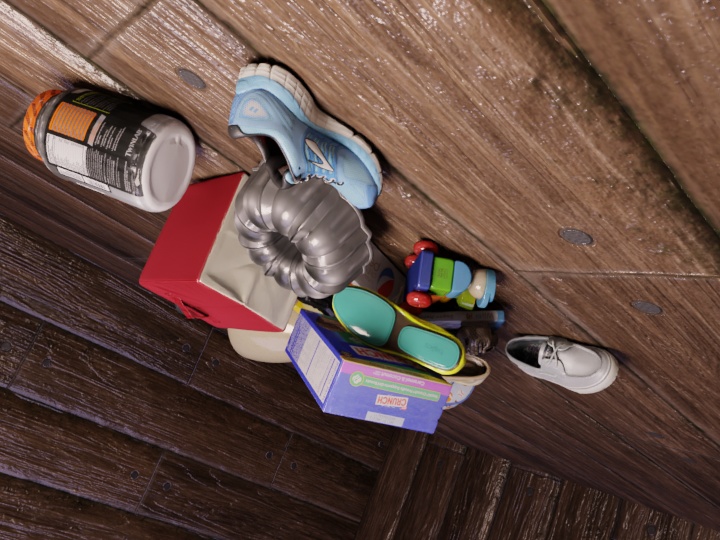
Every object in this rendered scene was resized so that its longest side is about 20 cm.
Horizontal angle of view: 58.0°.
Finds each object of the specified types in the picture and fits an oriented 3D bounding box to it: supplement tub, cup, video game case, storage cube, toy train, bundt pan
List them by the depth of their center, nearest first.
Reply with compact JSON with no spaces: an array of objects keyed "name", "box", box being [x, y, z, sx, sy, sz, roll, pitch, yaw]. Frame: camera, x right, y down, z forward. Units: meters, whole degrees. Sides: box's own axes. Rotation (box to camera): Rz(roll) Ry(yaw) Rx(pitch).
[{"name":"bundt pan","box":[-0.085,-0.043,0.836,0.199,0.076,0.204,27,146,20]},{"name":"supplement tub","box":[-0.326,-0.162,0.845,0.197,0.124,0.123,20,165,15]},{"name":"toy train","box":[0.113,0.030,0.924,0.113,0.086,0.200,10,165,-3]},{"name":"storage cube","box":[-0.195,-0.020,0.989,0.178,0.203,0.170,-3,151,46]},{"name":"video game case","box":[0.119,0.081,1.014,0.195,0.018,0.143,-2,168,7]},{"name":"cup","box":[-0.133,0.093,1.240,0.141,0.203,0.200,17,164,32]}]

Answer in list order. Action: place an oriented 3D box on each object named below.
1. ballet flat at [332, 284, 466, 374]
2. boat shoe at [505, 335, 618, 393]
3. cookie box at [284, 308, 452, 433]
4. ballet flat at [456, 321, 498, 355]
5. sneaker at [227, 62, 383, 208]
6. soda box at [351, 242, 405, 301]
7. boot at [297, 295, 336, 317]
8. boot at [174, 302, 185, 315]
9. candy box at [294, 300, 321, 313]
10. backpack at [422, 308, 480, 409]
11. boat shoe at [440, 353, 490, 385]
[{"name":"ballet flat","box":[0.052,0.082,0.874,0.197,0.068,0.067,26,-178,18]},{"name":"boat shoe","box":[0.300,0.139,1.004,0.071,0.071,0.200,27,168,-25]},{"name":"cookie box","box":[0.004,0.135,0.901,0.168,0.077,0.200,18,-171,-25]},{"name":"ballet flat","box":[0.179,0.111,0.994,0.066,0.047,0.200,-2,169,10]},{"name":"sneaker","box":[-0.059,-0.114,0.660,0.199,0.091,0.078,34,162,-36]},{"name":"soda box","box":[0.000,0.000,0.995,0.063,0.069,0.200,11,160,35]},{"name":"boot","box":[-0.044,0.083,1.079,0.078,0.215,0.157,4,161,43]},{"name":"boot","box":[-0.208,0.017,1.142,0.166,0.201,0.077,19,143,23]},{"name":"candy box","box":[-0.031,0.083,1.195,0.200,0.103,0.026,43,158,-27]},{"name":"backpack","box":[0.117,0.155,1.149,0.186,0.204,0.154,11,167,-5]},{"name":"boat shoe","box":[0.110,0.140,1.040,0.196,0.074,0.065,13,168,3]}]
